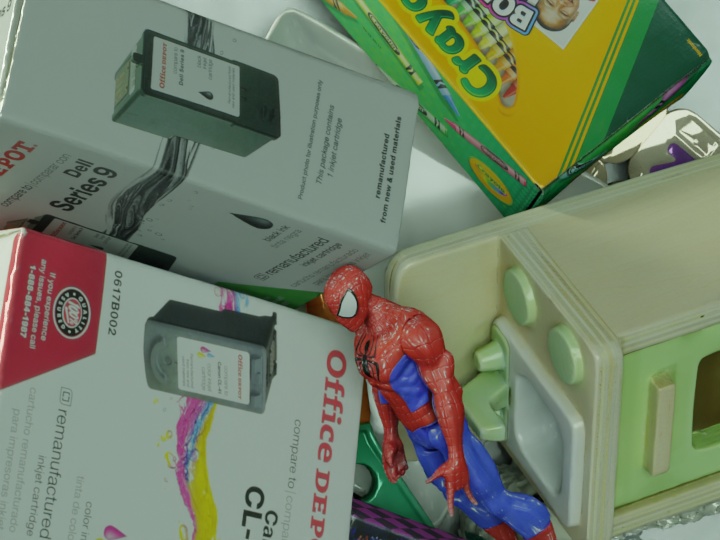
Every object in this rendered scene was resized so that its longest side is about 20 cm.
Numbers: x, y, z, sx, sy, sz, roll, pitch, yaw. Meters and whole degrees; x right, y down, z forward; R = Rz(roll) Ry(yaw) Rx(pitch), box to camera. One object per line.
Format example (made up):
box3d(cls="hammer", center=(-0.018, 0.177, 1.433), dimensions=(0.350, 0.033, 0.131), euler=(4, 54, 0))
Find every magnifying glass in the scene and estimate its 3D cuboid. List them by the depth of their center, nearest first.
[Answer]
box3d(cls="magnifying glass", center=(-0.003, 0.098, 1.326), dimensions=(0.079, 0.022, 0.201), euler=(-9, 92, -16))

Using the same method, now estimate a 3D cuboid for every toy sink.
box3d(cls="toy sink", center=(0.124, 0.045, 1.272), dimensions=(0.199, 0.112, 0.131), euler=(-16, 130, -19))

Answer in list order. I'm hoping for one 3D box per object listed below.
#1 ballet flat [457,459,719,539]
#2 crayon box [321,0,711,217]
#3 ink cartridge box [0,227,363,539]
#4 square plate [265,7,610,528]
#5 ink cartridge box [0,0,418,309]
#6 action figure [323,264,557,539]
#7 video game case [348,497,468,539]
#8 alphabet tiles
box3d(cls="ballet flat", center=(0.147, 0.108, 1.357), dimensions=(0.199, 0.072, 0.072), euler=(-23, 94, -5))
box3d(cls="crayon box", center=(0.062, -0.136, 1.310), dimensions=(0.119, 0.058, 0.200), euler=(-38, 82, -20))
box3d(cls="ink cartridge box", center=(-0.102, 0.078, 1.223), dimensions=(0.199, 0.085, 0.149), euler=(16, 71, -33))
box3d(cls="square plate", center=(0.000, 0.000, 1.345), dimensions=(0.197, 0.028, 0.201), euler=(29, 96, -2))
box3d(cls="ink cartridge box", center=(-0.096, -0.054, 1.214), dimensions=(0.199, 0.146, 0.085), euler=(18, 67, -23))
box3d(cls="action figure", center=(0.037, 0.080, 1.228), dimensions=(0.052, 0.065, 0.201), euler=(-37, 112, -20))
box3d(cls="video game case", center=(0.037, 0.224, 1.321), dimensions=(0.199, 0.036, 0.182), euler=(21, 101, -23))
box3d(cls="alphabet tiles", center=(0.086, -0.026, 1.366), dimensions=(0.200, 0.015, 0.196), euler=(39, 94, -6))
